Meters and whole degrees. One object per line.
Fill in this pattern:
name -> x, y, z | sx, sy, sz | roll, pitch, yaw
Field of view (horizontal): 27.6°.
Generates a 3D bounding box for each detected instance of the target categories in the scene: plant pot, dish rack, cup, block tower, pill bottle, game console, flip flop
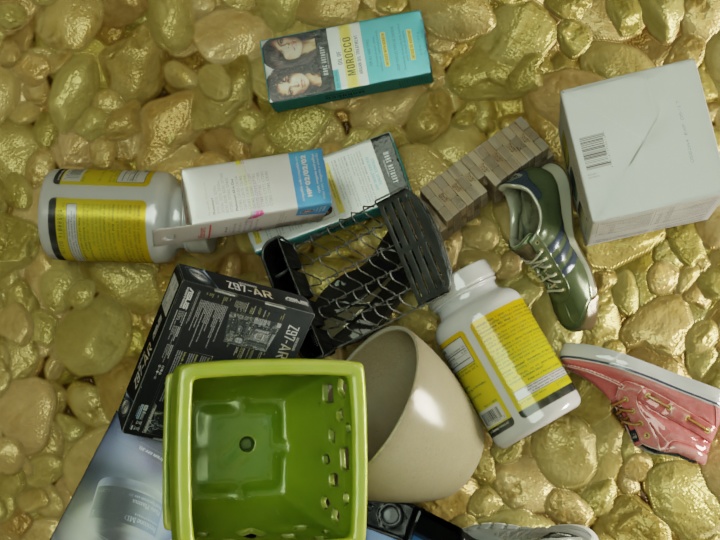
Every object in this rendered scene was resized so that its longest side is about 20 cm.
plant pot -> -0.112, 0.192, 1.545 | 0.200, 0.181, 0.199 | 1, 87, -17
dish rack -> 0.000, 0.000, 1.671 | 0.200, 0.055, 0.154 | -27, 76, 18
cup -> 0.055, 0.184, 1.662 | 0.143, 0.200, 0.200 | 32, 87, -23
block tower -> 0.133, -0.101, 1.721 | 0.200, 0.058, 0.054 | -36, 71, -10
pill bottle -> 0.158, 0.093, 1.687 | 0.112, 0.112, 0.200 | -30, 81, 2
game console -> 0.011, 0.359, 1.671 | 0.176, 0.116, 0.200 | 19, 85, 8
flip flop -> 0.021, 0.016, 1.744 | 0.081, 0.058, 0.200 | 37, 73, 15
pill bottle -> -0.275, -0.065, 1.754 | 0.200, 0.111, 0.112 | 2, 84, 7

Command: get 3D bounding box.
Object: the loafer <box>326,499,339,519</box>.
loafer -> -0.041, 0.274, 1.677 | 0.071, 0.073, 0.200 | -38, 61, 11

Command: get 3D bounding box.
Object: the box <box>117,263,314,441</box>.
box -> -0.162, 0.105, 1.637 | 0.160, 0.044, 0.200 | 15, 112, -23

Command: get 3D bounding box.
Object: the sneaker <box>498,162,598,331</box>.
sneaker -> 0.208, -0.022, 1.694 | 0.090, 0.067, 0.201 | -11, 88, -37

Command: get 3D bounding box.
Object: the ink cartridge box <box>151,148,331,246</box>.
ink cartridge box -> -0.140, -0.081, 1.652 | 0.200, 0.115, 0.068 | -10, 83, -9

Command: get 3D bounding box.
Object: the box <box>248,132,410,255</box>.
box -> -0.042, -0.089, 1.754 | 0.200, 0.049, 0.082 | -20, 82, 4

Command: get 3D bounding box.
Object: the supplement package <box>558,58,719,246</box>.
supplement package -> 0.312, -0.126, 1.650 | 0.150, 0.200, 0.152 | -13, 82, 5

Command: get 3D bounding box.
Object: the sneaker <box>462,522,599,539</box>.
sneaker -> 0.173, 0.321, 1.657 | 0.200, 0.115, 0.075 | -9, 82, 5

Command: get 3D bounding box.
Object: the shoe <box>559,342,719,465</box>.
shoe -> 0.315, 0.153, 1.682 | 0.200, 0.071, 0.091 | 19, 80, 4

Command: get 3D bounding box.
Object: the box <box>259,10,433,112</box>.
box -> -0.017, -0.254, 1.778 | 0.200, 0.049, 0.082 | -10, 82, 5

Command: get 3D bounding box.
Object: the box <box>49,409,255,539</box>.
box -> -0.229, 0.294, 1.703 | 0.200, 0.123, 0.199 | 27, 88, 9
